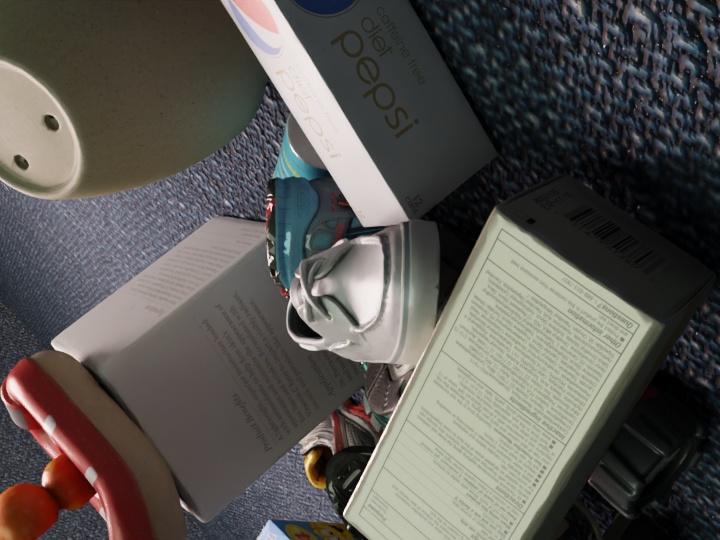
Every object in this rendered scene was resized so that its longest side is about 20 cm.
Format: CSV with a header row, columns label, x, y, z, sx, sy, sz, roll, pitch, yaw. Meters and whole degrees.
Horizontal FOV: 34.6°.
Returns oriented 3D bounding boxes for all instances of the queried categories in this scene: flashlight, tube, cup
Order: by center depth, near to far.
label,x,y,z,sx,sy,sz,roll,pitch,yaw
flashlight,0.103,0.050,0.662,0.200,0.067,0.068,45,165,31
cup,-0.180,-0.127,0.746,0.199,0.144,0.202,17,134,19
tube,-0.034,-0.062,0.802,0.078,0.050,0.200,61,166,9

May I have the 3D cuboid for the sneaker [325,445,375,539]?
label,x,y,z,sx,sy,sz,roll,pitch,yaw
sneaker,0.033,0.181,0.941,0.200,0.074,0.079,32,-169,-47

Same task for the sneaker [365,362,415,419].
label,x,y,z,sx,sy,sz,roll,pitch,yaw
sneaker,0.073,0.083,0.759,0.114,0.076,0.201,20,-160,-17

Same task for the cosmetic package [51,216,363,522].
label,x,y,z,sx,sy,sz,roll,pitch,yaw
cosmetic package,-0.131,0.078,1.021,0.165,0.199,0.166,12,136,61

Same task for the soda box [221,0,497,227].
label,x,y,z,sx,sy,sz,roll,pitch,yaw
soda box,-0.014,-0.123,0.606,0.201,0.068,0.064,57,160,-14

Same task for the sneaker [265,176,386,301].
label,x,y,z,sx,sy,sz,roll,pitch,yaw
sneaker,0.000,0.000,0.764,0.200,0.094,0.080,60,-153,-71

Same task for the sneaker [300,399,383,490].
label,x,y,z,sx,sy,sz,roll,pitch,yaw
sneaker,-0.033,0.165,1.127,0.078,0.082,0.200,57,161,-14

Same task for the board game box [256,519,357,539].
label,x,y,z,sx,sy,sz,roll,pitch,yaw
board game box,0.026,0.301,1.007,0.200,0.056,0.195,37,-170,35

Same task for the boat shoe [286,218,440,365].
label,x,y,z,sx,sy,sz,roll,pitch,yaw
boat shoe,-0.004,0.013,0.625,0.200,0.068,0.073,161,112,-79

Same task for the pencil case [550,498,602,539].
label,x,y,z,sx,sy,sz,roll,pitch,yaw
pencil case,0.079,0.188,0.734,0.089,0.079,0.200,14,157,-15

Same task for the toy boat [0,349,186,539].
label,x,y,z,sx,sy,sz,roll,pitch,yaw
toy boat,-0.231,0.170,0.913,0.200,0.130,0.131,44,157,18

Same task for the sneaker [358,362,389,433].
label,x,y,z,sx,sy,sz,roll,pitch,yaw
sneaker,0.063,0.117,0.829,0.199,0.078,0.092,35,162,35

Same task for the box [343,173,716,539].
label,x,y,z,sx,sy,sz,roll,pitch,yaw
box,0.077,0.066,0.565,0.095,0.078,0.201,37,123,19

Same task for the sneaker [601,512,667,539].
label,x,y,z,sx,sy,sz,roll,pitch,yaw
sneaker,0.210,0.229,0.734,0.106,0.075,0.201,24,153,40
